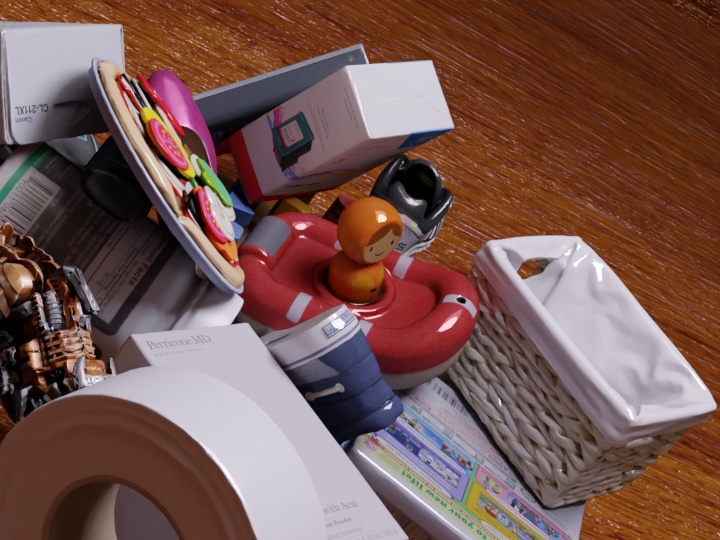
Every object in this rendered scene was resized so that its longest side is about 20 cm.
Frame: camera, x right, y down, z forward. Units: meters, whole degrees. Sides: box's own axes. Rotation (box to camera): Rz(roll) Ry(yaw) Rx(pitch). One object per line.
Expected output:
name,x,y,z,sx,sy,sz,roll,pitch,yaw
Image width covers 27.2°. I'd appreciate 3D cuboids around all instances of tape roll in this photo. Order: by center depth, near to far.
tape roll,-0.120,0.160,0.852,0.202,0.203,0.071,45,26,13

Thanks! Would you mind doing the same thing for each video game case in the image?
video game case,0.086,0.165,1.161,0.200,0.022,0.182,39,24,-2

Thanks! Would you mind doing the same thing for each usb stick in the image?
usb stick,-0.173,-0.072,1.101,0.055,0.033,0.200,36,7,-10

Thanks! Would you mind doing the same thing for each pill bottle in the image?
pill bottle,-0.195,0.003,1.108,0.200,0.113,0.113,37,26,-6

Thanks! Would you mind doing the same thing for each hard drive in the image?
hard drive,-0.095,-0.142,1.340,0.140,0.199,0.033,132,-62,-77

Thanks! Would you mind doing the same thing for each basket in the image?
basket,0.167,0.083,1.223,0.135,0.124,0.200,-3,47,-46

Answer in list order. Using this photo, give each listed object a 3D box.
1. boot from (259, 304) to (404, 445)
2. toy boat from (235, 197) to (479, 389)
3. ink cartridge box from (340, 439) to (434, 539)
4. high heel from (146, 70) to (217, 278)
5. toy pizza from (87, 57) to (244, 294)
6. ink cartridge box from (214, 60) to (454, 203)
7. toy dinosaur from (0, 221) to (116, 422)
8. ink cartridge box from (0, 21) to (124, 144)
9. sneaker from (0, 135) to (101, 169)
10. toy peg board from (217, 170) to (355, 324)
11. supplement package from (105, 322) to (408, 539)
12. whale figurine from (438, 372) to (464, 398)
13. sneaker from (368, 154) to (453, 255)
boot,-0.052,0.094,1.105,0.073,0.200,0.091,-34,96,-34
toy boat,0.000,0.000,1.170,0.199,0.131,0.131,24,40,7
ink cartridge box,0.038,0.184,1.170,0.200,0.067,0.116,34,25,-9
high heel,-0.143,-0.069,1.206,0.067,0.201,0.096,-4,-3,-14
toy pizza,-0.132,-0.073,1.084,0.201,0.032,0.200,59,3,-5
ink cartridge box,-0.032,-0.115,1.311,0.116,0.200,0.067,-13,81,-47
toy dinosaur,-0.222,0.036,0.992,0.102,0.136,0.200,21,31,-31
ink cartridge box,-0.298,-0.147,1.129,0.199,0.083,0.146,5,12,26
sneaker,-0.255,-0.094,1.252,0.079,0.075,0.200,21,34,-59
toy peg board,-0.058,-0.022,1.343,0.199,0.098,0.200,35,26,-8
supplement package,-0.090,0.149,0.999,0.121,0.120,0.200,-4,49,-52
whale figurine,0.106,0.132,1.334,0.199,0.104,0.159,1,49,-17
sneaker,0.048,-0.064,1.335,0.074,0.088,0.200,40,26,2
